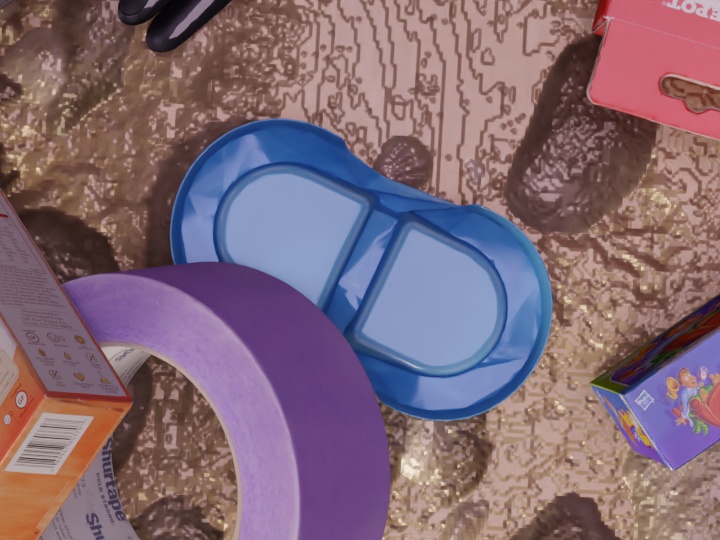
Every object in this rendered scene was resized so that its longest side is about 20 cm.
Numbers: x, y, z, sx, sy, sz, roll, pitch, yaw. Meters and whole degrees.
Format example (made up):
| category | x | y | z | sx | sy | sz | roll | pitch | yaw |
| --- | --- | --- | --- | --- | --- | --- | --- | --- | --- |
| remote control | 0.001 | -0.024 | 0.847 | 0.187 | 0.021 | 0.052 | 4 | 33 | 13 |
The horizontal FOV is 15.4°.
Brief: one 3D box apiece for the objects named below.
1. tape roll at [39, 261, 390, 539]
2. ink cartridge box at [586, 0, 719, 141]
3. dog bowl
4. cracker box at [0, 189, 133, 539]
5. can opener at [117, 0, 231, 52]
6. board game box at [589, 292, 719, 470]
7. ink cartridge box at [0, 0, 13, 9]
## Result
| category | x | y | z | sx | sy | sz | roll | pitch | yaw |
| --- | --- | --- | --- | --- | --- | --- | --- | --- | --- |
| tape roll | -0.091 | 0.098 | 1.289 | 0.200 | 0.085 | 0.200 | 3 | 95 | 32 |
| ink cartridge box | 0.189 | -0.165 | 1.354 | 0.116 | 0.067 | 0.200 | 16 | 89 | -1 |
| dog bowl | 0.000 | 0.000 | 1.357 | 0.200 | 0.050 | 0.112 | 26 | 89 | -1 |
| cracker box | -0.203 | 0.040 | 1.271 | 0.134 | 0.058 | 0.200 | -55 | 51 | 24 |
| can opener | -0.046 | -0.192 | 1.358 | 0.063 | 0.079 | 0.200 | 36 | 92 | -40 |
| board game box | 0.215 | 0.021 | 1.322 | 0.200 | 0.134 | 0.045 | -34 | 91 | -2 |
| ink cartridge box | -0.239 | -0.129 | 1.231 | 0.200 | 0.165 | 0.075 | -33 | 91 | -1 |
